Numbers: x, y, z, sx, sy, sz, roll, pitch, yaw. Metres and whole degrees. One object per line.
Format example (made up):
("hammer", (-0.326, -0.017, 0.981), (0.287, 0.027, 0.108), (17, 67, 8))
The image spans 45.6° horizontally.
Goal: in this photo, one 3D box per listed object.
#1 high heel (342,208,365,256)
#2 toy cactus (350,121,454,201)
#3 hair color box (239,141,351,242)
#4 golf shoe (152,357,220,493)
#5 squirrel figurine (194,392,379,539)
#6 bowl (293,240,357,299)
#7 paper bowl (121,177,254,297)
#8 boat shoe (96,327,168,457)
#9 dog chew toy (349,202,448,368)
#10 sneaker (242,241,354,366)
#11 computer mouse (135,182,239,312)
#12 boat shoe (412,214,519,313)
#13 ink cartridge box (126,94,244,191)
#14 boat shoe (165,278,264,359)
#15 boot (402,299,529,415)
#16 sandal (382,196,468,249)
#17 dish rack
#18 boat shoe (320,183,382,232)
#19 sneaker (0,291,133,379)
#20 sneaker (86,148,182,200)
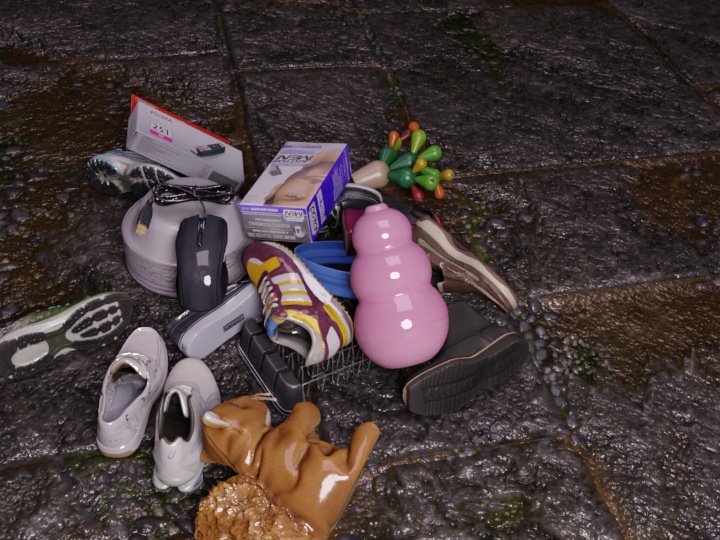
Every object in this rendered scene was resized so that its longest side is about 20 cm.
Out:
("high heel", (0.025, -0.062, 1.251), (0.094, 0.069, 0.200), (-4, 9, 6))
("toy cactus", (0.063, -0.172, 1.469), (0.162, 0.103, 0.201), (-20, 45, -8))
("hair color box", (-0.094, -0.123, 1.301), (0.107, 0.066, 0.201), (4, 37, 17))
("golf shoe", (-0.210, 0.165, 1.037), (0.077, 0.099, 0.202), (-2, 40, -6))
("squirrel figurine", (-0.105, 0.227, 0.931), (0.184, 0.142, 0.201), (27, 54, 8))
("bowl", (0.000, 0.000, 1.234), (0.196, 0.040, 0.201), (8, 13, -2))
("paper bowl", (-0.258, -0.062, 1.288), (0.196, 0.106, 0.203), (2, 42, -2))
("boat shoe", (-0.287, 0.136, 1.081), (0.069, 0.070, 0.202), (1, 40, -2))
("dog chew toy", (0.040, 0.017, 1.084), (0.122, 0.204, 0.125), (-14, 4, 1))
("sneaker", (-0.101, 0.039, 1.114), (0.199, 0.076, 0.090), (39, 46, 23))
("computer mouse", (-0.245, -0.044, 1.174), (0.137, 0.046, 0.204), (3, 62, -1))
("boat shoe", (0.146, 0.007, 1.292), (0.202, 0.075, 0.075), (42, 89, 24))
("ink cartridge box", (-0.293, -0.226, 1.448), (0.198, 0.044, 0.175), (24, 33, -29))
("boat shoe", (-0.181, 0.047, 1.200), (0.199, 0.073, 0.067), (-36, 56, -29))
("boot", (0.111, 0.113, 1.163), (0.197, 0.079, 0.138), (-15, 35, -31))
("sandal", (0.090, -0.075, 1.382), (0.075, 0.046, 0.199), (-30, 52, -35))
("dish rack", (-0.053, 0.099, 1.164), (0.197, 0.055, 0.154), (-19, 48, -28))
("boat shoe", (-0.062, -0.091, 1.370), (0.196, 0.077, 0.061), (-6, 39, 5))
("sneaker", (-0.404, 0.066, 1.153), (0.198, 0.078, 0.088), (-22, 39, -31))
("sneaker", (-0.350, -0.162, 1.415), (0.197, 0.079, 0.087), (19, 39, 15))
